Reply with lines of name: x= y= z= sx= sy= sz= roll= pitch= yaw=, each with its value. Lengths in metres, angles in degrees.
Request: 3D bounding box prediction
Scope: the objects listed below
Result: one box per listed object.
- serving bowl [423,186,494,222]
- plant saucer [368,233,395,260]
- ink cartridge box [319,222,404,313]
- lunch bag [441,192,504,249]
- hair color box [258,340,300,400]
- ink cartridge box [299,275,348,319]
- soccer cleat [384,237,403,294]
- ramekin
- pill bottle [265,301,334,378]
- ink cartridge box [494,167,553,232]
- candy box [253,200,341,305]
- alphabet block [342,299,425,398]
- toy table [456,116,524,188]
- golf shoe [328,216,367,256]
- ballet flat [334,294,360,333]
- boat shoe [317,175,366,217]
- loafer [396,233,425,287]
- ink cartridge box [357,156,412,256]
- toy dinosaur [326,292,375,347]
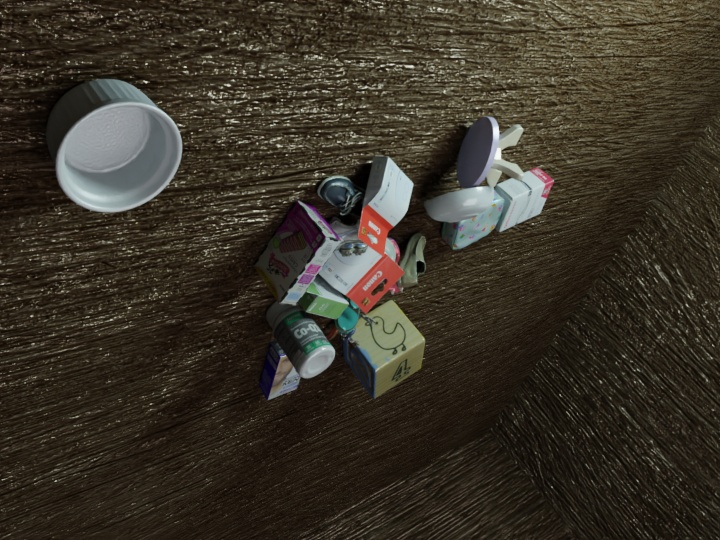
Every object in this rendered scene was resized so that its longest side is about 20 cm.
serving bowl: x=0.277 y=-0.175 z=1.749 sx=0.196 sy=0.067 sz=0.200 roll=-11 pitch=177 yaw=-1
plant saucer: x=0.015 y=-0.006 z=1.735 sx=0.197 sy=0.050 sz=0.203 roll=-16 pitch=134 yaw=-17
ink cartridge box: x=0.000 y=0.000 z=1.661 sx=0.200 sy=0.047 sz=0.160 roll=43 pitch=96 yaw=-15
lunch bag: x=0.346 y=-0.165 z=1.938 sx=0.198 sy=0.077 sz=0.162 roll=-27 pitch=146 yaw=-24
hair color box: x=-0.226 y=0.285 z=1.866 sx=0.108 sy=0.065 sz=0.202 roll=-16 pitch=139 yaw=-36
ink cartridge box: x=-0.126 y=0.059 z=1.651 sx=0.059 sy=0.104 sz=0.199 roll=-48 pitch=150 yaw=13
soccer cleat: x=0.086 y=-0.021 z=1.847 sx=0.065 sy=0.077 sz=0.202 roll=-16 pitch=129 yaw=-1
ramekin: x=-0.398 y=-0.203 z=1.009 sx=0.198 sy=0.098 sz=0.202 roll=-30 pitch=148 yaw=-21
pill bottle: x=-0.162 y=0.172 z=1.658 sx=0.112 sy=0.201 sz=0.114 roll=-29 pitch=148 yaw=-20
ink cartridge box: x=0.509 y=-0.229 z=2.037 sx=0.198 sy=0.084 sz=0.147 roll=-23 pitch=145 yaw=-28
candy box: x=-0.150 y=-0.039 z=1.466 sx=0.061 sy=0.137 sz=0.201 roll=10 pitch=122 yaw=-51
alphabet block: x=0.072 y=0.255 z=2.044 sx=0.198 sy=0.196 sz=0.198 roll=-29 pitch=150 yaw=-21
toy table: x=0.348 y=-0.307 z=1.677 sx=0.115 sy=0.186 sz=0.201 roll=-1 pitch=145 yaw=-26
golf shoe: x=-0.080 y=-0.083 z=1.571 sx=0.196 sy=0.099 sz=0.078 roll=-4 pitch=175 yaw=-19
ballet flat: x=-0.038 y=0.121 z=1.792 sx=0.070 sy=0.067 sz=0.201 roll=-45 pitch=-166 yaw=38
boat shoe: x=-0.026 y=-0.168 z=1.517 sx=0.075 sy=0.062 sz=0.199 roll=-47 pitch=149 yaw=14
loafer: x=0.159 y=-0.025 z=1.828 sx=0.076 sy=0.067 sz=0.202 roll=79 pitch=28 yaw=-48
ink cartridge box: x=0.062 y=-0.151 z=1.539 sx=0.160 sy=0.046 sz=0.204 roll=32 pitch=67 yaw=-60
toy dinosaur: x=-0.024 y=0.134 z=1.888 sx=0.196 sy=0.105 sz=0.185 roll=-6 pitch=114 yaw=-22
